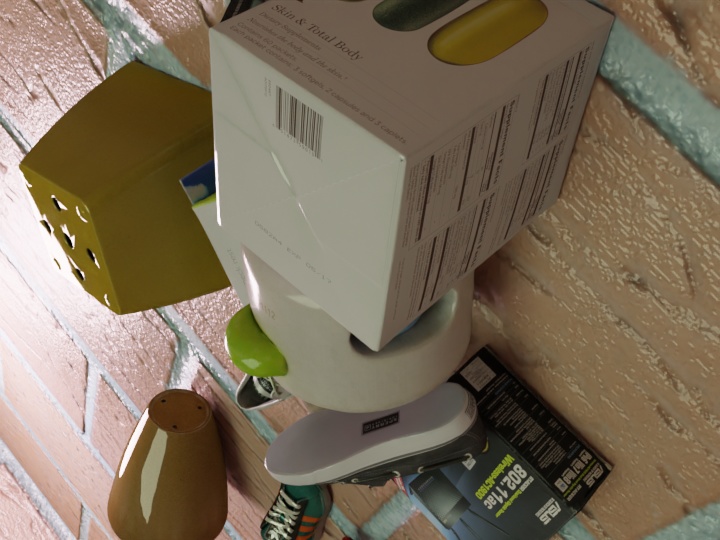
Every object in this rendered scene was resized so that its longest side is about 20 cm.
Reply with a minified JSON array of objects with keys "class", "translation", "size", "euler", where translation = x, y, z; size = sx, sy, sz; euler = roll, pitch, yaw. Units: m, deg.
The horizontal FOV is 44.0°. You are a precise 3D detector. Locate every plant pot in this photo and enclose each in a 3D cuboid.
[{"class":"plant pot","translation":[-0.277,0.282,1.316],"size":[0.185,0.185,0.203],"euler":[34,128,28]},{"class":"plant pot","translation":[-0.234,-0.072,0.934],"size":[0.198,0.176,0.203],"euler":[27,138,36]}]

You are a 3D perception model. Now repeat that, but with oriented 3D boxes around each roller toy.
[{"class":"roller toy","translation":[0.000,0.000,0.698],"size":[0.179,0.201,0.142],"euler":[10,131,17]}]

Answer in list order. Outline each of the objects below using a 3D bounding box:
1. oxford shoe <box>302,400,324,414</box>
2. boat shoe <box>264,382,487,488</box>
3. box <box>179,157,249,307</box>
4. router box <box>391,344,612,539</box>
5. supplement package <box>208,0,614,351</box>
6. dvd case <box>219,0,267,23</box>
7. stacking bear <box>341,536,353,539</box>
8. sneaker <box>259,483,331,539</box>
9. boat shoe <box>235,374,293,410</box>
[{"class":"oxford shoe","translation":[0.019,0.098,0.836],"size":[0.198,0.070,0.076],"euler":[-22,94,43]},{"class":"boat shoe","translation":[0.014,0.150,0.748],"size":[0.197,0.071,0.067],"euler":[-22,122,20]},{"class":"box","translation":[-0.073,-0.020,0.822],"size":[0.047,0.122,0.203],"euler":[-10,112,40]},{"class":"router box","translation":[0.118,0.185,0.813],"size":[0.150,0.062,0.201],"euler":[43,144,17]},{"class":"supplement package","translation":[0.029,-0.092,0.562],"size":[0.151,0.199,0.152],"euler":[36,143,25]},{"class":"dvd case","translation":[-0.072,-0.145,0.676],"size":[0.022,0.202,0.148],"euler":[-4,125,5]},{"class":"stacking bear","translation":[0.026,0.419,1.093],"size":[0.199,0.112,0.123],"euler":[39,136,41]},{"class":"sneaker","translation":[-0.091,0.330,1.186],"size":[0.071,0.080,0.202],"euler":[35,142,27]},{"class":"boat shoe","translation":[-0.089,0.120,1.015],"size":[0.074,0.066,0.200],"euler":[49,146,8]}]
